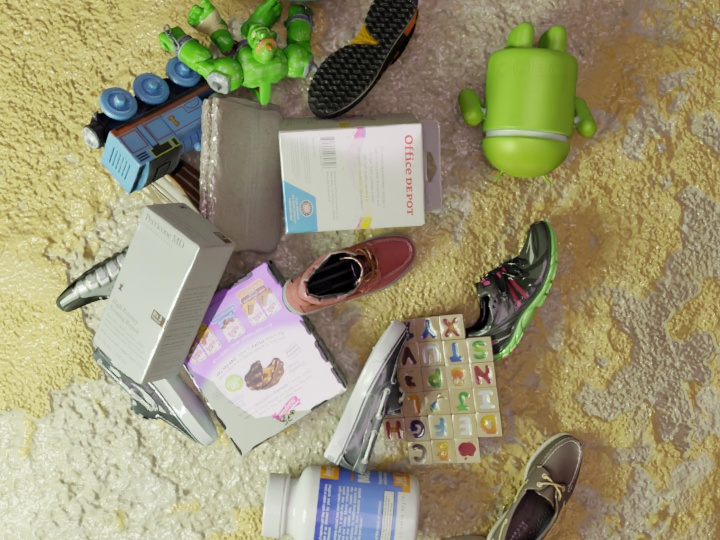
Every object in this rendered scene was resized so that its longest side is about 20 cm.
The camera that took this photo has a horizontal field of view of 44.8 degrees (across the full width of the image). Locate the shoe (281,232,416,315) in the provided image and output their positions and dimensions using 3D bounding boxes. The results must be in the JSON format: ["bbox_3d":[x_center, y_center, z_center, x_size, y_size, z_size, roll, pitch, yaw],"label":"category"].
[{"bbox_3d":[0.000,0.000,1.116,0.199,0.091,0.072,-23,89,-23],"label":"shoe"}]

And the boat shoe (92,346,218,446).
[{"bbox_3d":[-0.275,0.167,1.161,0.068,0.072,0.200,-43,93,3],"label":"boat shoe"}]

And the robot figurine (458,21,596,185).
[{"bbox_3d":[0.217,-0.212,1.127,0.175,0.116,0.201,4,93,-6],"label":"robot figurine"}]

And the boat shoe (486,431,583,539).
[{"bbox_3d":[0.241,0.306,1.168,0.072,0.060,0.200,37,79,2],"label":"boat shoe"}]

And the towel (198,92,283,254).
[{"bbox_3d":[-0.154,-0.121,1.122,0.034,0.132,0.201,7,95,37],"label":"towel"}]

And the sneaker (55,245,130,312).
[{"bbox_3d":[-0.296,0.029,1.154,0.200,0.075,0.116,-31,106,9],"label":"sneaker"}]

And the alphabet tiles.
[{"bbox_3d":[0.102,0.161,1.171,0.166,0.006,0.201,-6,93,19],"label":"alphabet tiles"}]

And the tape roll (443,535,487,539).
[{"bbox_3d":[0.150,0.468,1.202,0.202,0.037,0.204,0,93,0],"label":"tape roll"}]

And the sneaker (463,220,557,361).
[{"bbox_3d":[0.199,0.022,1.159,0.084,0.077,0.201,26,91,-6],"label":"sneaker"}]

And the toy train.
[{"bbox_3d":[-0.247,-0.186,1.095,0.114,0.087,0.200,49,52,2],"label":"toy train"}]

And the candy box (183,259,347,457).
[{"bbox_3d":[-0.138,0.114,1.160,0.167,0.072,0.200,-32,93,1],"label":"candy box"}]

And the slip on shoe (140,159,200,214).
[{"bbox_3d":[-0.247,-0.104,1.153,0.200,0.076,0.061,42,122,-8],"label":"slip on shoe"}]

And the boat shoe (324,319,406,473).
[{"bbox_3d":[0.025,0.165,1.137,0.068,0.072,0.201,25,80,2],"label":"boat shoe"}]

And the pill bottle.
[{"bbox_3d":[-0.026,0.317,1.153,0.199,0.112,0.113,6,93,-2],"label":"pill bottle"}]

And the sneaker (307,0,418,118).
[{"bbox_3d":[0.011,-0.268,1.132,0.070,0.090,0.200,36,87,15],"label":"sneaker"}]

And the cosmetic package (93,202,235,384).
[{"bbox_3d":[-0.242,0.027,1.066,0.102,0.074,0.201,34,113,24],"label":"cosmetic package"}]

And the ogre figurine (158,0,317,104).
[{"bbox_3d":[-0.137,-0.280,1.103,0.098,0.199,0.120,-54,55,38],"label":"ogre figurine"}]

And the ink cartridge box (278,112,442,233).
[{"bbox_3d":[0.001,-0.128,1.113,0.199,0.125,0.129,-3,107,-2],"label":"ink cartridge box"}]
